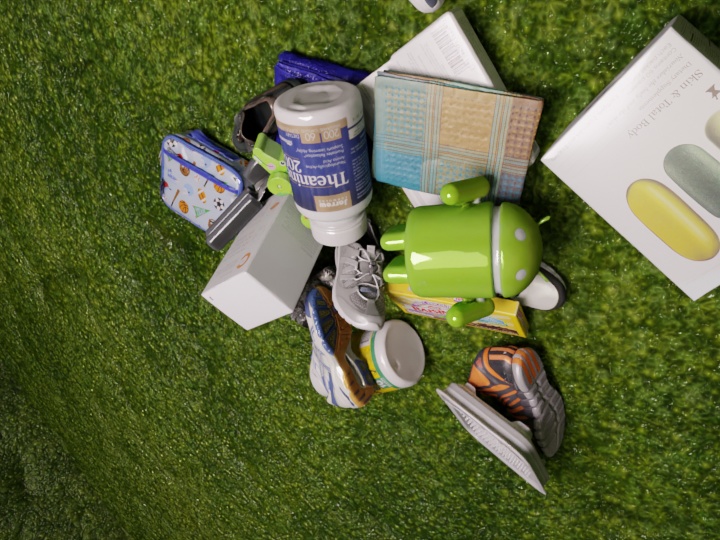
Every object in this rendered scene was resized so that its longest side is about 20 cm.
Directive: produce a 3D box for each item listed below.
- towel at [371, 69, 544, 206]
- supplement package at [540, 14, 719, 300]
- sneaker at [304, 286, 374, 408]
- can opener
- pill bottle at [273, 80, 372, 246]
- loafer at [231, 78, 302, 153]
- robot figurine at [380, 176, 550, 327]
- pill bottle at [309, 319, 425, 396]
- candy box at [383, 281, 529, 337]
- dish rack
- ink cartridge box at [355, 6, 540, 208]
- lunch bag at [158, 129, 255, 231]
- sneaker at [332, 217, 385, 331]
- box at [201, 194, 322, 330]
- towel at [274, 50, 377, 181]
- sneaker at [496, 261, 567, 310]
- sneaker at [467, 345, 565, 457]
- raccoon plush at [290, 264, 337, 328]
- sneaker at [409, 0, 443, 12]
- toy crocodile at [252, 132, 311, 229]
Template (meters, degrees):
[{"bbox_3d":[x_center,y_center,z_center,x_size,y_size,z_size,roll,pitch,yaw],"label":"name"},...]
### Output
[{"bbox_3d":[0.110,-0.158,0.642,0.199,0.022,0.147,15,129,17],"label":"towel"},{"bbox_3d":[0.317,-0.114,0.507,0.200,0.151,0.152,44,131,4],"label":"supplement package"},{"bbox_3d":[-0.055,0.126,0.820,0.088,0.075,0.201,-18,92,41],"label":"sneaker"},{"bbox_3d":[-0.190,-0.121,0.856,0.066,0.053,0.200,35,105,-31],"label":"can opener"},{"bbox_3d":[-0.042,-0.136,0.695,0.110,0.111,0.201,15,134,27],"label":"pill bottle"},{"bbox_3d":[-0.154,-0.223,0.770,0.199,0.063,0.072,-16,106,52],"label":"loafer"},{"bbox_3d":[0.128,-0.024,0.639,0.199,0.116,0.177,0,104,18],"label":"robot figurine"},{"bbox_3d":[0.005,0.163,0.907,0.199,0.113,0.113,-24,101,40],"label":"pill bottle"},{"bbox_3d":[0.141,0.055,0.772,0.199,0.027,0.102,10,159,30],"label":"candy box"},{"bbox_3d":[0.211,0.248,0.795,0.171,0.044,0.200,33,164,43],"label":"dish rack"},{"bbox_3d":[0.101,-0.191,0.666,0.176,0.045,0.201,-23,108,39],"label":"ink cartridge box"},{"bbox_3d":[-0.278,-0.159,0.940,0.199,0.076,0.161,30,127,15],"label":"lunch bag"},{"bbox_3d":[0.000,0.000,0.773,0.074,0.201,0.082,8,133,-22],"label":"sneaker"},{"bbox_3d":[-0.142,-0.024,0.827,0.124,0.201,0.097,-23,125,41],"label":"box"},{"bbox_3d":[-0.044,-0.223,0.757,0.199,0.050,0.148,24,126,21],"label":"towel"},{"bbox_3d":[0.182,0.012,0.722,0.199,0.080,0.074,22,124,20],"label":"sneaker"},{"bbox_3d":[0.238,0.193,0.802,0.112,0.077,0.201,-1,119,50],"label":"sneaker"},{"bbox_3d":[-0.094,0.009,0.891,0.199,0.097,0.135,31,132,15],"label":"raccoon plush"},{"bbox_3d":[0.005,-0.357,0.627,0.199,0.079,0.130,49,133,0],"label":"sneaker"},{"bbox_3d":[-0.083,-0.128,0.785,0.062,0.068,0.200,-22,129,32],"label":"toy crocodile"}]
